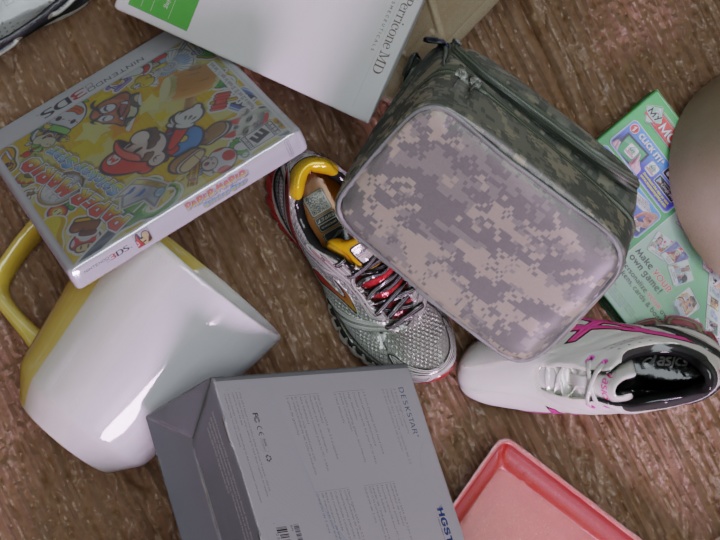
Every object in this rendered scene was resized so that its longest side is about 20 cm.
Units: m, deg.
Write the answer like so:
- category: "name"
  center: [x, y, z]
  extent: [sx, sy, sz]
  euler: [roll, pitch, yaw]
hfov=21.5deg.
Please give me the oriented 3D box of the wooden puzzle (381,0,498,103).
- category: "wooden puzzle"
  center: [0.025, -0.253, 1.394]
  extent: [0.185, 0.046, 0.200]
  euler: [41, 112, -9]

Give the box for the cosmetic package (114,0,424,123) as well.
- category: "cosmetic package"
  center: [-0.059, -0.199, 1.357]
  extent: [0.199, 0.085, 0.108]
  euler: [24, 108, 0]

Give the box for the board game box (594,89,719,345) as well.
- category: "board game box"
  center: [0.235, -0.018, 1.455]
  extent: [0.134, 0.029, 0.200]
  euler: [-39, 93, -9]

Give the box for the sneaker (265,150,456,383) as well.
- category: "sneaker"
  center: [0.000, 0.000, 1.390]
  extent: [0.078, 0.082, 0.200]
  euler: [-39, 94, -9]

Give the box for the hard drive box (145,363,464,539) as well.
- category: "hard drive box"
  center: [-0.032, 0.152, 1.309]
  extent: [0.200, 0.077, 0.157]
  euler: [0, 67, -48]

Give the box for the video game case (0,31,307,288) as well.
- category: "video game case"
  center: [-0.156, -0.088, 1.326]
  extent: [0.182, 0.200, 0.023]
  euler: [-32, 130, -9]

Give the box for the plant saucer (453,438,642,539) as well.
- category: "plant saucer"
  center: [0.123, 0.261, 1.419]
  extent: [0.199, 0.037, 0.200]
  euler: [37, 83, -5]

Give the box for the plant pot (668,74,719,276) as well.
- category: "plant pot"
  center: [0.354, -0.087, 1.373]
  extent: [0.186, 0.200, 0.188]
  euler: [4, 77, -19]

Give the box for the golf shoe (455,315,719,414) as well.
- category: "golf shoe"
  center: [0.168, 0.069, 1.395]
  extent: [0.199, 0.092, 0.073]
  euler: [-5, 99, 7]

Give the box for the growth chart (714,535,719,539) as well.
- category: "growth chart"
  center: [0.307, 0.210, 1.403]
  extent: [0.018, 0.145, 0.201]
  euler: [36, 77, -26]

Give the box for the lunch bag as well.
- category: "lunch bag"
  center: [0.096, -0.063, 1.348]
  extent: [0.200, 0.168, 0.139]
  euler: [37, 120, -5]

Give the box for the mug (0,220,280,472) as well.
- category: "mug"
  center: [-0.168, 0.050, 1.352]
  extent: [0.153, 0.187, 0.149]
  euler: [-51, 128, 1]

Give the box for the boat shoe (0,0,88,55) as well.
- category: "boat shoe"
  center: [-0.279, -0.180, 1.366]
  extent: [0.199, 0.060, 0.074]
  euler: [-25, 92, -9]
